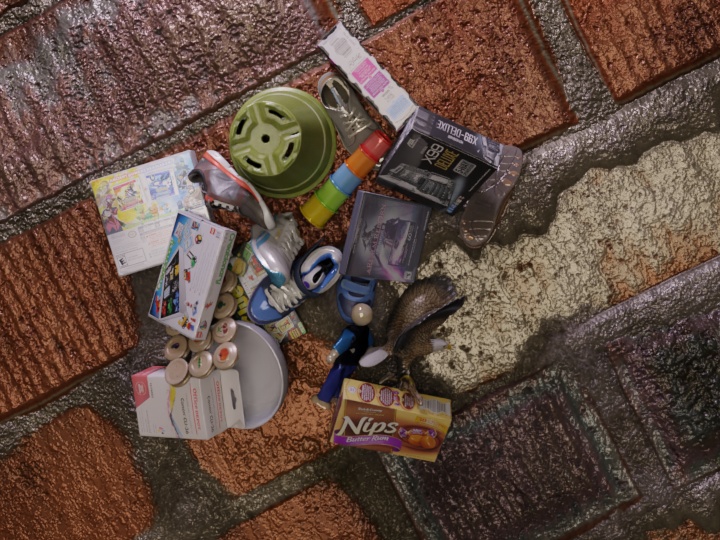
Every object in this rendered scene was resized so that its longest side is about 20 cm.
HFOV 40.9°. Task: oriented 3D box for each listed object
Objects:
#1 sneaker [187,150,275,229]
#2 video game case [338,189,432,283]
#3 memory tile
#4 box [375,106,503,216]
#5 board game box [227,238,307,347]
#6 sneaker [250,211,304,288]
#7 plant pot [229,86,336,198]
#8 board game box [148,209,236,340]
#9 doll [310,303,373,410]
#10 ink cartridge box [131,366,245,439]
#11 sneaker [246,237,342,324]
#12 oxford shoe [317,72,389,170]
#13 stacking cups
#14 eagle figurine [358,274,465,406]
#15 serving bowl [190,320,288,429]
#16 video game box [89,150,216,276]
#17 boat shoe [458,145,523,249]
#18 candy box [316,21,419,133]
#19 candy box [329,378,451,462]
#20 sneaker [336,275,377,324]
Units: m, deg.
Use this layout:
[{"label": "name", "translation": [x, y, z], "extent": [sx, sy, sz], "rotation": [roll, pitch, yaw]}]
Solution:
[{"label": "sneaker", "translation": [-0.228, -0.124, 1.695], "extent": [0.082, 0.077, 0.200], "rotation": [-42, 63, -11]}, {"label": "video game case", "translation": [0.046, -0.055, 1.674], "extent": [0.019, 0.199, 0.144], "rotation": [18, 97, 38]}, {"label": "memory tile", "translation": [-0.285, 0.101, 1.721], "extent": [0.152, 0.017, 0.202], "rotation": [-19, 56, 19]}, {"label": "box", "translation": [0.129, -0.180, 1.634], "extent": [0.157, 0.200, 0.050], "rotation": [23, 64, -9]}, {"label": "board game box", "translation": [-0.188, 0.048, 1.778], "extent": [0.104, 0.023, 0.201], "rotation": [-28, 93, 9]}, {"label": "sneaker", "translation": [-0.141, -0.043, 1.680], "extent": [0.080, 0.200, 0.077], "rotation": [-27, 121, 5]}, {"label": "plant pot", "translation": [-0.147, -0.223, 1.665], "extent": [0.198, 0.190, 0.202], "rotation": [0, 95, 4]}, {"label": "board game box", "translation": [-0.298, 0.007, 1.702], "extent": [0.126, 0.034, 0.202], "rotation": [22, 98, 35]}, {"label": "doll", "translation": [-0.025, 0.152, 1.726], "extent": [0.048, 0.136, 0.201], "rotation": [31, 107, 27]}, {"label": "ink cartridge box", "translation": [-0.310, 0.238, 1.743], "extent": [0.198, 0.067, 0.118], "rotation": [-3, 99, 28]}, {"label": "sneaker", "translation": [-0.115, 0.025, 1.691], "extent": [0.199, 0.146, 0.081], "rotation": [-35, 94, -6]}, {"label": "oxford shoe", "translation": [-0.013, -0.263, 1.717], "extent": [0.075, 0.058, 0.201], "rotation": [-33, 94, 3]}, {"label": "stacking cups", "translation": [-0.023, -0.166, 1.711], "extent": [0.060, 0.061, 0.200], "rotation": [43, 105, 0]}, {"label": "eagle figurine", "translation": [0.102, 0.110, 1.702], "extent": [0.151, 0.150, 0.202], "rotation": [24, 109, 33]}, {"label": "serving bowl", "translation": [-0.209, 0.181, 1.754], "extent": [0.198, 0.066, 0.202], "rotation": [7, 106, 26]}, {"label": "video game box", "translation": [-0.373, -0.104, 1.766], "extent": [0.198, 0.047, 0.184], "rotation": [-16, 96, 5]}, {"label": "boat shoe", "translation": [0.229, -0.128, 1.706], "extent": [0.075, 0.072, 0.201], "rotation": [25, 78, 17]}, {"label": "candy box", "translation": [0.019, -0.328, 1.669], "extent": [0.061, 0.136, 0.200], "rotation": [-44, 90, 8]}, {"label": "candy box", "translation": [0.052, 0.267, 1.722], "extent": [0.198, 0.057, 0.117], "rotation": [12, 128, -7]}, {"label": "sneaker", "translation": [0.000, 0.000, 1.728], "extent": [0.073, 0.082, 0.202], "rotation": [13, 98, 2]}]
